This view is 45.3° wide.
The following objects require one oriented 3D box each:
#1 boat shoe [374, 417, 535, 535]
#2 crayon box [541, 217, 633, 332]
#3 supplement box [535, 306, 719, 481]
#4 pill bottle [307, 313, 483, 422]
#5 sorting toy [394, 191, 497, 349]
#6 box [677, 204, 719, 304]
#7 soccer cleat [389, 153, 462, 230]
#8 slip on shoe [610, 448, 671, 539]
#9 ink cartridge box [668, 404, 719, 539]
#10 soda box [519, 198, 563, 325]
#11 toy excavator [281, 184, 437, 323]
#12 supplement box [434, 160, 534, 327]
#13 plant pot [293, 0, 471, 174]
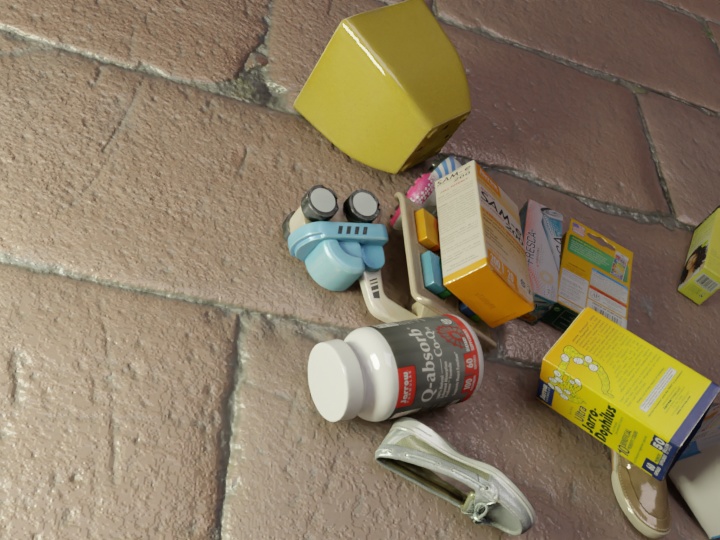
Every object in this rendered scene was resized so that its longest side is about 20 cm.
[{"bbox_3d":[0.112,0.255,1.025,0.202,0.075,0.065,35,51,7],"label":"boat shoe"},{"bbox_3d":[0.359,0.022,1.361,0.125,0.052,0.200,28,46,-5],"label":"crayon box"},{"bbox_3d":[0.349,0.162,1.144,0.200,0.109,0.109,34,63,26],"label":"supplement box"},{"bbox_3d":[0.043,0.122,1.063,0.199,0.116,0.116,-7,58,-32],"label":"pill bottle"},{"bbox_3d":[0.125,-0.003,1.214,0.185,0.036,0.201,33,36,-41],"label":"sorting toy"},{"bbox_3d":[0.620,-0.030,1.530,0.050,0.075,0.200,35,44,2],"label":"box"},{"bbox_3d":[0.119,-0.112,1.328,0.086,0.070,0.200,37,45,4],"label":"soccer cleat"},{"bbox_3d":[0.385,0.259,1.173,0.076,0.061,0.201,16,48,-16],"label":"slip on shoe"},{"bbox_3d":[0.542,0.255,1.201,0.200,0.129,0.125,-28,81,-42],"label":"ink cartridge box"},{"bbox_3d":[0.265,-0.016,1.334,0.068,0.064,0.200,24,47,-8],"label":"soda box"},{"bbox_3d":[0.000,0.000,1.171,0.194,0.100,0.201,2,67,-28],"label":"toy excavator"},{"bbox_3d":[0.173,-0.039,1.216,0.126,0.073,0.201,39,36,-37],"label":"supplement box"},{"bbox_3d":[0.054,-0.271,1.349,0.195,0.194,0.200,-29,76,-41],"label":"plant pot"}]
